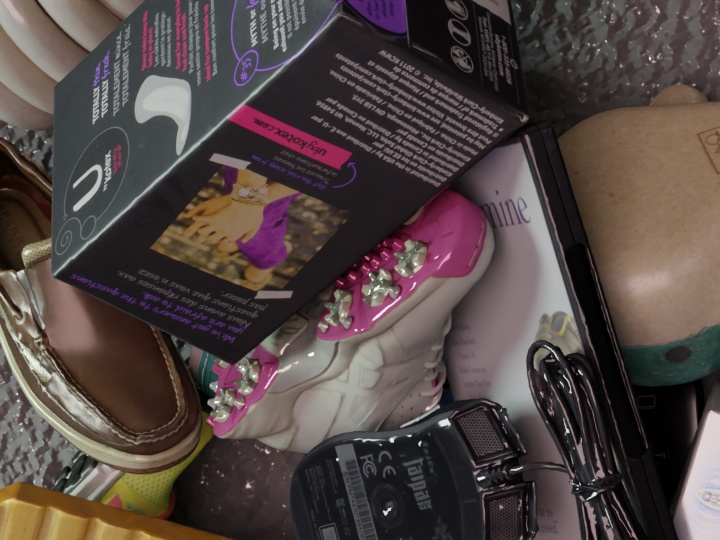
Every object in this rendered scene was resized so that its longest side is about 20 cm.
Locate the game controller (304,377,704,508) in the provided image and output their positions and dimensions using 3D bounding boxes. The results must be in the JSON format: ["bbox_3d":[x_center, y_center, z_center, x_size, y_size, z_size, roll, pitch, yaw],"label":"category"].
[{"bbox_3d":[0.068,0.086,1.267,0.199,0.042,0.105,-4,91,20],"label":"game controller"}]

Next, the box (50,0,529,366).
[{"bbox_3d":[-0.036,-0.072,1.153,0.200,0.106,0.123,-38,39,34],"label":"box"}]

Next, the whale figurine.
[{"bbox_3d":[0.169,-0.019,1.200,0.199,0.104,0.159,-21,44,0],"label":"whale figurine"}]

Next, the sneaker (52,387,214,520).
[{"bbox_3d":[-0.126,0.145,1.333,0.090,0.078,0.200,38,103,-7],"label":"sneaker"}]

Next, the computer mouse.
[{"bbox_3d":[0.057,0.120,1.165,0.200,0.046,0.141,-28,78,44],"label":"computer mouse"}]

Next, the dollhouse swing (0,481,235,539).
[{"bbox_3d":[-0.134,0.234,1.244,0.199,0.182,0.176,17,132,-5],"label":"dollhouse swing"}]

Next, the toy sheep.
[{"bbox_3d":[-0.139,-0.142,1.287,0.200,0.138,0.138,-35,81,30],"label":"toy sheep"}]

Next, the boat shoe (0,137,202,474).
[{"bbox_3d":[-0.146,0.012,1.287,0.075,0.075,0.202,-30,56,-21],"label":"boat shoe"}]

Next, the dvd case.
[{"bbox_3d":[0.073,0.038,1.172,0.017,0.143,0.201,-19,94,-24],"label":"dvd case"}]

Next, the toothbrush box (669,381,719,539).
[{"bbox_3d":[0.226,0.152,1.170,0.199,0.086,0.146,19,99,7],"label":"toothbrush box"}]

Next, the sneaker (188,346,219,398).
[{"bbox_3d":[0.000,0.000,1.272,0.080,0.071,0.200,45,105,17],"label":"sneaker"}]

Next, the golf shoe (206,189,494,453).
[{"bbox_3d":[0.011,0.028,1.202,0.200,0.091,0.076,-37,34,48],"label":"golf shoe"}]
